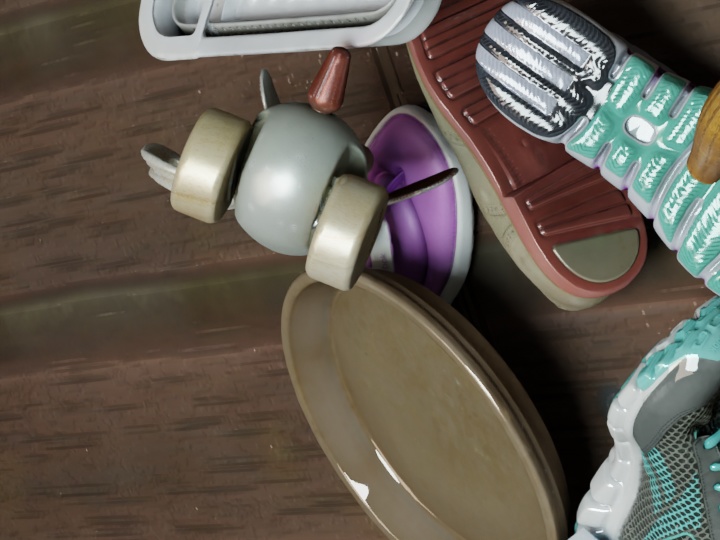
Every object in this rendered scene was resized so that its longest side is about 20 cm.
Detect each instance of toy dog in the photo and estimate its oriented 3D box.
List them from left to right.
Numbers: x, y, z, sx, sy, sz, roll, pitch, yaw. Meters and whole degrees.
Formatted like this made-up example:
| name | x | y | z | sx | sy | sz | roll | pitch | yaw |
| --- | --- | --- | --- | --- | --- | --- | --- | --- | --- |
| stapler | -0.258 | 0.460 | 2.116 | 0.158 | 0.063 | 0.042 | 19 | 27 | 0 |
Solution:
| name | x | y | z | sx | sy | sz | roll | pitch | yaw |
| --- | --- | --- | --- | --- | --- | --- | --- | --- | --- |
| toy dog | -0.020 | -0.054 | 1.342 | 0.097 | 0.131 | 0.200 | -64 | 12 | 4 |

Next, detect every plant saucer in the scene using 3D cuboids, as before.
| name | x | y | z | sx | sy | sz | roll | pitch | yaw |
| --- | --- | --- | --- | --- | --- | --- | --- | --- | --- |
| plant saucer | 0.035 | 0.079 | 1.436 | 0.200 | 0.029 | 0.201 | 41 | 151 | 29 |

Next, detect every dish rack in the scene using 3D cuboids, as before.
| name | x | y | z | sx | sy | sz | roll | pitch | yaw |
| --- | --- | --- | --- | --- | --- | --- | --- | --- | --- |
| dish rack | -0.015 | -0.176 | 1.358 | 0.199 | 0.043 | 0.173 | 1 | 74 | 50 |

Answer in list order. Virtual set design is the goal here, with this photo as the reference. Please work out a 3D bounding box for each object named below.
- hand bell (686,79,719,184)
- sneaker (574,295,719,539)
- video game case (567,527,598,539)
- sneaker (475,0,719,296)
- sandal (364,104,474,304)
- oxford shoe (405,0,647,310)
| name | x | y | z | sx | sy | sz | roll | pitch | yaw |
| --- | --- | --- | --- | --- | --- | --- | --- | --- | --- |
| hand bell | 0.180 | -0.102 | 1.167 | 0.104 | 0.104 | 0.200 | 51 | 140 | 16 |
| sneaker | 0.160 | 0.087 | 1.323 | 0.091 | 0.078 | 0.200 | 38 | 155 | 18 |
| video game case | 0.155 | 0.240 | 1.398 | 0.181 | 0.045 | 0.201 | 40 | 155 | 27 |
| sneaker | 0.143 | -0.056 | 1.290 | 0.200 | 0.088 | 0.075 | 40 | 104 | 2 |
| sandal | 0.005 | 0.005 | 1.482 | 0.082 | 0.050 | 0.203 | 45 | 138 | 23 |
| oxford shoe | 0.061 | -0.069 | 1.362 | 0.201 | 0.070 | 0.075 | 66 | 161 | 10 |
